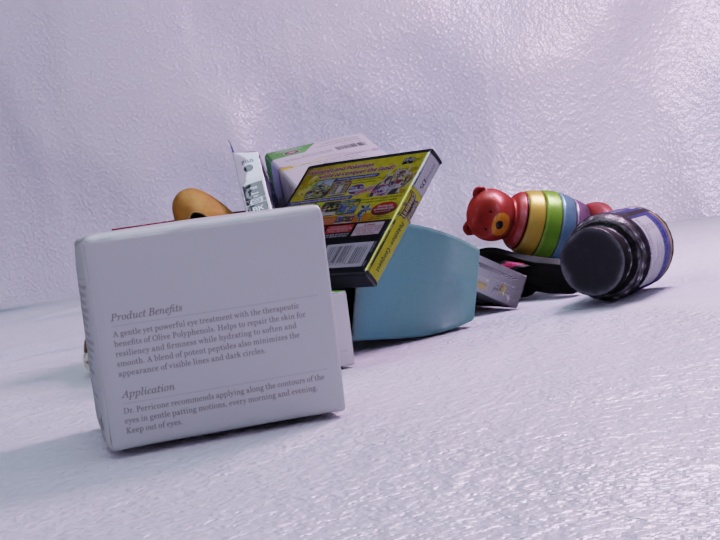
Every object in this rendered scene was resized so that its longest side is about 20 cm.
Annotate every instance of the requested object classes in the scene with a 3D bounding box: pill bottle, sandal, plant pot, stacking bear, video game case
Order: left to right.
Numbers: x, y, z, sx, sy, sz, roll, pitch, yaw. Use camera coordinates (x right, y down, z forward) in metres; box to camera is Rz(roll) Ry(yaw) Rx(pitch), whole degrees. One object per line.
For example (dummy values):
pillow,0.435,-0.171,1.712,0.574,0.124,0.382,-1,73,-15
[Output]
video game case,-0.023,-0.054,1.457,0.198,0.026,0.182,-4,47,43
plant pot,0.039,0.008,1.579,0.198,0.144,0.141,3,3,-34
sandal,0.222,0.010,1.856,0.198,0.076,0.045,5,45,44
stacking bear,0.248,-0.066,1.887,0.197,0.123,0.114,12,23,-13
pill bottle,0.330,-0.022,1.691,0.111,0.114,0.199,-6,3,29

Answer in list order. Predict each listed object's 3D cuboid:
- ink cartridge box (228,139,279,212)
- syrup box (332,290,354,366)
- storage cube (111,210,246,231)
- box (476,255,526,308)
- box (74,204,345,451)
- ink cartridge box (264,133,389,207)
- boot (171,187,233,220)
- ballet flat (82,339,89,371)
ink cartridge box,-0.123,-0.075,1.657,0.039,0.201,0.100,-19,-41,1
syrup box,-0.085,0.066,1.436,0.078,0.083,0.199,-9,5,-24
storage cube,-0.210,0.017,1.763,0.169,0.182,0.200,-7,2,21
box,0.105,-0.007,1.776,0.198,0.049,0.158,23,-7,-19
box,-0.136,0.043,1.115,0.196,0.174,0.200,-8,3,-15
ink cartridge box,-0.032,-0.108,1.710,0.143,0.085,0.200,-13,21,-12
boot,-0.181,-0.048,1.564,0.071,0.202,0.144,-38,-23,-2
ballet flat,-0.311,0.106,1.619,0.065,0.071,0.200,-37,7,-13
